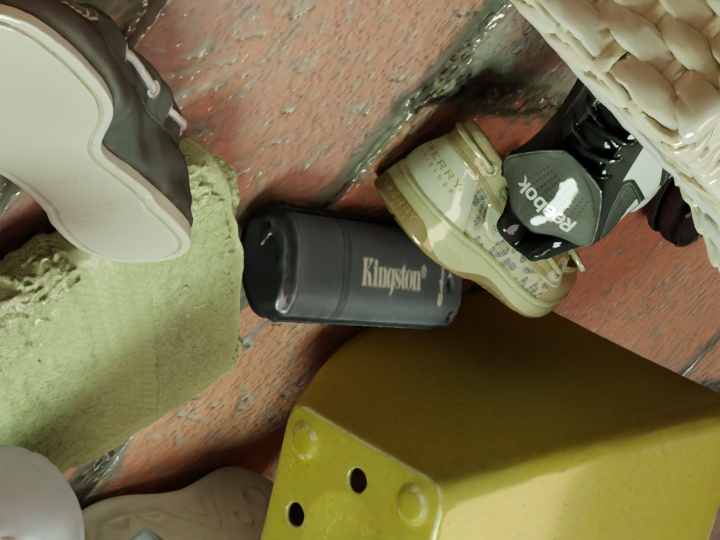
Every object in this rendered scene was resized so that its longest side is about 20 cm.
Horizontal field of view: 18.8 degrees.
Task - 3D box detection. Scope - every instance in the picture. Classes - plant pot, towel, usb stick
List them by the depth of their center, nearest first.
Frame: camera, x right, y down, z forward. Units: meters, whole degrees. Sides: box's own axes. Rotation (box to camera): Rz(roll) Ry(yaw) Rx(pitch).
[{"bbox_3d":[-0.115,0.029,0.947,0.148,0.037,0.200,-33,159,-17],"label":"towel"},{"bbox_3d":[0.000,0.000,1.069,0.032,0.056,0.200,-6,175,26],"label":"usb stick"},{"bbox_3d":[0.054,0.137,1.184,0.199,0.194,0.197,-5,114,-46],"label":"plant pot"}]

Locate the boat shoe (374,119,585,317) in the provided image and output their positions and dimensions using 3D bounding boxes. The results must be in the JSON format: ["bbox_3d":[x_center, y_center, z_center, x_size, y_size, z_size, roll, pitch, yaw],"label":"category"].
[{"bbox_3d":[0.077,-0.026,1.115,0.063,0.073,0.200,-42,159,13],"label":"boat shoe"}]

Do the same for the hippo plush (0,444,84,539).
[{"bbox_3d":[-0.189,0.081,0.747,0.200,0.161,0.159,-40,159,-3],"label":"hippo plush"}]

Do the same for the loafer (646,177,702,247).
[{"bbox_3d":[0.241,-0.076,1.312,0.072,0.063,0.200,-20,151,-42],"label":"loafer"}]

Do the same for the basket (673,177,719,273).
[{"bbox_3d":[0.283,-0.021,0.988,0.199,0.199,0.161,-11,159,-27],"label":"basket"}]

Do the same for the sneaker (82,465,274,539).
[{"bbox_3d":[-0.125,0.192,1.187,0.200,0.080,0.147,-18,144,-58],"label":"sneaker"}]

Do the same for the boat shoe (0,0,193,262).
[{"bbox_3d":[-0.106,-0.063,0.773,0.066,0.057,0.200,-6,157,10],"label":"boat shoe"}]

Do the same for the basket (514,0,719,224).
[{"bbox_3d":[0.143,-0.148,0.806,0.198,0.200,0.161,-44,153,9],"label":"basket"}]

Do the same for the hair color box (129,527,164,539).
[{"bbox_3d":[-0.138,0.201,0.910,0.200,0.061,0.099,-39,159,-3],"label":"hair color box"}]

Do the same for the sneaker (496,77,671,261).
[{"bbox_3d":[0.110,-0.055,0.980,0.090,0.066,0.200,-42,172,-22],"label":"sneaker"}]
